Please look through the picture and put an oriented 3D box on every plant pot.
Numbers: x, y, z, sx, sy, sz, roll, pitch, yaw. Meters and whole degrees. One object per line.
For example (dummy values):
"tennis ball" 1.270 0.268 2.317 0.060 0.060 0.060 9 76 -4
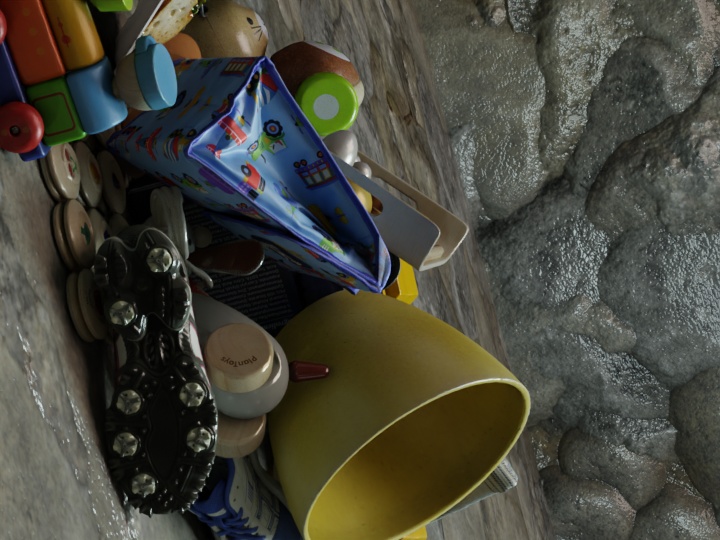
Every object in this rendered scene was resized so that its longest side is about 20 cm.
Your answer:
"plant pot" 0.008 0.098 1.583 0.142 0.200 0.200 54 -1 28

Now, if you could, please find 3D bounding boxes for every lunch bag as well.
"lunch bag" -0.063 -0.057 1.520 0.200 0.094 0.150 45 -16 -24

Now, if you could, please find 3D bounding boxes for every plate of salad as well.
"plate of salad" -0.133 -0.226 1.624 0.048 0.200 0.200 32 21 -8

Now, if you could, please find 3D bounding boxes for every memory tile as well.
"memory tile" -0.191 -0.045 1.494 0.153 0.017 0.200 24 52 -77

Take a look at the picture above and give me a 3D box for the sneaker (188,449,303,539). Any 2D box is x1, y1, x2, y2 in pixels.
"sneaker" -0.102 0.175 1.575 0.200 0.075 0.088 66 24 -16

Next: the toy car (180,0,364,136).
"toy car" -0.104 -0.198 1.847 0.200 0.158 0.164 62 1 -11

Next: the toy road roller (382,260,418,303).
"toy road roller" -0.023 0.033 2.021 0.146 0.123 0.200 11 66 -66

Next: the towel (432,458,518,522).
"towel" 0.027 0.127 1.785 0.193 0.035 0.200 53 -29 -3

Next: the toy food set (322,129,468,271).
"toy food set" 0.015 -0.066 1.689 0.143 0.060 0.200 34 8 7

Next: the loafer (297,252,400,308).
"loafer" 0.000 0.000 1.711 0.201 0.070 0.068 -59 134 -75

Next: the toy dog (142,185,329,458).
"toy dog" -0.089 0.033 1.520 0.132 0.096 0.200 126 -51 -63

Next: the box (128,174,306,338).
"box" -0.098 -0.015 1.702 0.148 0.107 0.200 -80 153 -67

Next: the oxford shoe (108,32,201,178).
"oxford shoe" -0.145 -0.142 1.662 0.071 0.071 0.200 52 22 -23

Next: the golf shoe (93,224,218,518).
"golf shoe" -0.135 0.067 1.439 0.088 0.077 0.200 -79 165 -83

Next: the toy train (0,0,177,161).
"toy train" -0.200 -0.180 1.345 0.085 0.115 0.200 -79 153 -68

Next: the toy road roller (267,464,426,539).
"toy road roller" -0.026 0.229 1.710 0.146 0.123 0.200 22 52 -63
